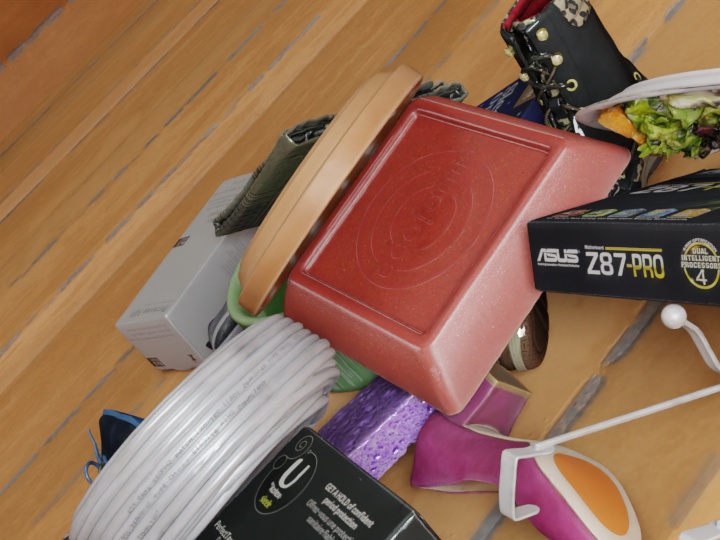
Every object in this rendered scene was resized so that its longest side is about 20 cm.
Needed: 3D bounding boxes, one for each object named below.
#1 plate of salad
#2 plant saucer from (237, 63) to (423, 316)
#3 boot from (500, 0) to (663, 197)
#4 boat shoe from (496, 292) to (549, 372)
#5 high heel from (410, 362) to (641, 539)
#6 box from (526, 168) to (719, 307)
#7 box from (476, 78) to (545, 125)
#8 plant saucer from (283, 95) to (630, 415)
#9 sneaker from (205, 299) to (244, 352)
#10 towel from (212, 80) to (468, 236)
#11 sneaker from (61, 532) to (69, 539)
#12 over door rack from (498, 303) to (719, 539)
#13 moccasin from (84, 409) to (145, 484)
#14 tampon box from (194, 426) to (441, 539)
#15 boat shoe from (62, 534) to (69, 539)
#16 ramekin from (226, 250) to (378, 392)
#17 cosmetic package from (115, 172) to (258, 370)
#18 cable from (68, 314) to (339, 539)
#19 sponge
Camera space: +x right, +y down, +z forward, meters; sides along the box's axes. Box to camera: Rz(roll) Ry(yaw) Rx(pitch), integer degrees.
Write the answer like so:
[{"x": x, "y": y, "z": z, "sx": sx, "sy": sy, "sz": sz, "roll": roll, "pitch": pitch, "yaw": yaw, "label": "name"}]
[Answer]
[{"x": 0.230, "y": -0.088, "z": 0.761, "sx": 0.199, "sy": 0.198, "sz": 0.049, "roll": -4, "pitch": 86, "yaw": 53, "label": "plate of salad"}, {"x": -0.026, "y": -0.059, "z": 0.866, "sx": 0.201, "sy": 0.032, "sz": 0.200, "roll": -55, "pitch": 0, "yaw": 0, "label": "plant saucer"}, {"x": 0.143, "y": -0.101, "z": 0.884, "sx": 0.073, "sy": 0.154, "sz": 0.205, "roll": -14, "pitch": 37, "yaw": 45, "label": "boot"}, {"x": 0.086, "y": -0.010, "z": 0.881, "sx": 0.074, "sy": 0.075, "sz": 0.204, "roll": -13, "pitch": 45, "yaw": 15, "label": "boat shoe"}, {"x": 0.085, "y": 0.133, "z": 0.716, "sx": 0.097, "sy": 0.067, "sz": 0.200, "roll": -61, "pitch": 33, "yaw": 13, "label": "high heel"}, {"x": 0.215, "y": -0.022, "z": 0.694, "sx": 0.160, "sy": 0.050, "sz": 0.199, "roll": -14, "pitch": 10, "yaw": -31, "label": "box"}, {"x": 0.113, "y": -0.110, "z": 1.038, "sx": 0.122, "sy": 0.032, "sz": 0.199, "roll": -56, "pitch": 16, "yaw": -29, "label": "box"}, {"x": 0.047, "y": -0.029, "z": 0.826, "sx": 0.201, "sy": 0.037, "sz": 0.199, "roll": -55, "pitch": 38, "yaw": -8, "label": "plant saucer"}, {"x": -0.070, "y": -0.002, "z": 1.134, "sx": 0.200, "sy": 0.074, "sz": 0.087, "roll": -47, "pitch": 20, "yaw": -10, "label": "sneaker"}, {"x": -0.022, "y": -0.101, "z": 1.096, "sx": 0.191, "sy": 0.035, "sz": 0.200, "roll": -19, "pitch": -12, "yaw": -32, "label": "towel"}, {"x": -0.183, "y": 0.253, "z": 0.900, "sx": 0.080, "sy": 0.074, "sz": 0.201, "roll": -18, "pitch": 32, "yaw": 12, "label": "sneaker"}, {"x": 0.178, "y": 0.067, "z": 0.594, "sx": 0.198, "sy": 0.067, "sz": 0.147, "roll": -25, "pitch": 18, "yaw": -22, "label": "over door rack"}, {"x": -0.186, "y": 0.151, "z": 1.009, "sx": 0.200, "sy": 0.079, "sz": 0.069, "roll": 140, "pitch": 146, "yaw": -79, "label": "moccasin"}, {"x": -0.034, "y": 0.212, "z": 0.660, "sx": 0.200, "sy": 0.127, "sz": 0.150, "roll": -45, "pitch": 24, "yaw": -10, "label": "tampon box"}, {"x": -0.138, "y": 0.175, "z": 0.884, "sx": 0.071, "sy": 0.067, "sz": 0.200, "roll": 20, "pitch": 42, "yaw": 39, "label": "boat shoe"}, {"x": 0.000, "y": 0.000, "z": 0.994, "sx": 0.199, "sy": 0.098, "sz": 0.201, "roll": -33, "pitch": 26, "yaw": 18, "label": "ramekin"}, {"x": -0.140, "y": -0.001, "z": 1.233, "sx": 0.101, "sy": 0.074, "sz": 0.201, "roll": -10, "pitch": 38, "yaw": 49, "label": "cosmetic package"}, {"x": -0.092, "y": 0.111, "z": 0.778, "sx": 0.200, "sy": 0.069, "sz": 0.200, "roll": -43, "pitch": -9, "yaw": -37, "label": "cable"}, {"x": 0.003, "y": 0.114, "z": 0.855, "sx": 0.200, "sy": 0.030, "sz": 0.112, "roll": -43, "pitch": 9, "yaw": -3, "label": "sponge"}]
